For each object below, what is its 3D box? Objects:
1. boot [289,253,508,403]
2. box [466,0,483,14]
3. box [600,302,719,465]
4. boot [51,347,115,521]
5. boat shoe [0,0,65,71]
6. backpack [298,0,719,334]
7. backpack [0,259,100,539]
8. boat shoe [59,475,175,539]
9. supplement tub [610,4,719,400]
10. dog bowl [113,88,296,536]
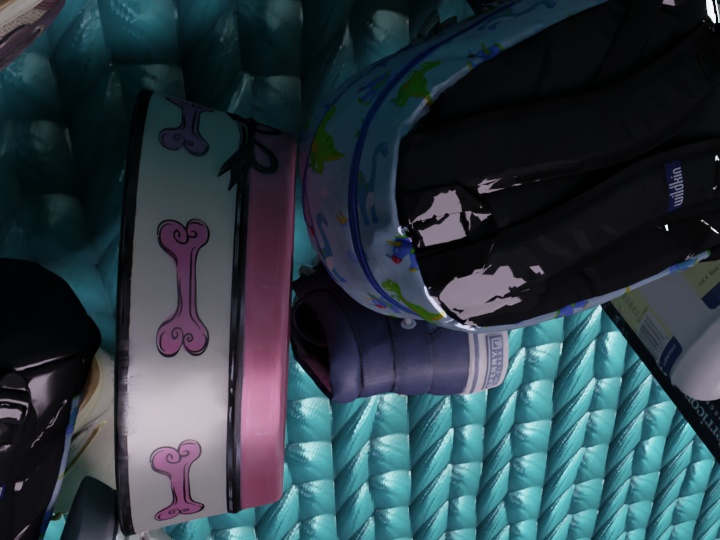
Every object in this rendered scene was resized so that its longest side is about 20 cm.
[{"bbox_3d":[0.000,0.000,1.261,0.090,0.200,0.073,-6,116,-16],"label":"boot"},{"bbox_3d":[0.127,-0.190,1.192,0.198,0.050,0.200,-31,156,8],"label":"box"},{"bbox_3d":[0.241,-0.023,1.488,0.117,0.197,0.200,-17,150,-36],"label":"box"},{"bbox_3d":[-0.184,0.115,1.323,0.200,0.072,0.155,-41,158,10],"label":"boot"},{"bbox_3d":[-0.193,-0.073,0.966,0.200,0.072,0.065,-36,152,-16],"label":"boat shoe"},{"bbox_3d":[0.069,-0.048,1.156,0.200,0.153,0.164,-35,121,-43],"label":"backpack"},{"bbox_3d":[-0.210,0.088,1.143,0.162,0.154,0.201,-15,132,-21],"label":"backpack"},{"bbox_3d":[-0.116,0.148,1.230,0.200,0.065,0.072,118,-11,-76],"label":"boat shoe"},{"bbox_3d":[0.171,-0.049,1.326,0.145,0.200,0.145,-33,163,-11],"label":"supplement tub"},{"bbox_3d":[-0.067,0.020,1.138,0.073,0.201,0.200,2,150,-2],"label":"dog bowl"}]
